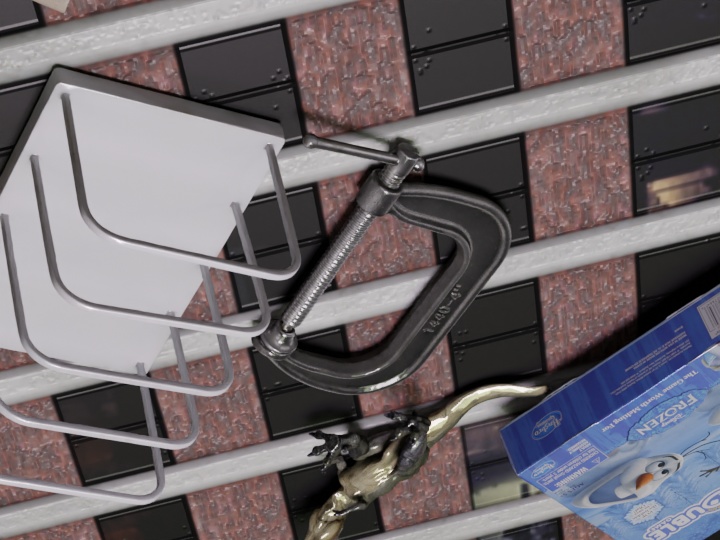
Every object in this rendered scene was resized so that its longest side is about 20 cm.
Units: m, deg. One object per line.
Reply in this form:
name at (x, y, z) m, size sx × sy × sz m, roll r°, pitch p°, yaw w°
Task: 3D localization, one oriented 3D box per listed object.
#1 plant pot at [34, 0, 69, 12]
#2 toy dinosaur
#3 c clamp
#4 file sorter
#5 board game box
plant pot at (-0.173, -0.260, 0.918) m, size 0.176 × 0.200 × 0.201 m, roll 14°, pitch 130°, yaw -15°
toy dinosaur at (0.022, 0.116, 1.457) m, size 0.200 × 0.048 × 0.088 m, roll -35°, pitch 151°, yaw 16°
c clamp at (0.000, 0.000, 1.350) m, size 0.170 × 0.027 × 0.200 m, roll 7°, pitch 131°, yaw -30°
file sorter at (-0.135, 0.015, 1.249) m, size 0.138 × 0.125 × 0.200 m, roll 12°, pitch 130°, yaw -27°
board game box at (0.226, 0.103, 1.493) m, size 0.200 × 0.044 × 0.199 m, roll -35°, pitch 140°, yaw 18°
